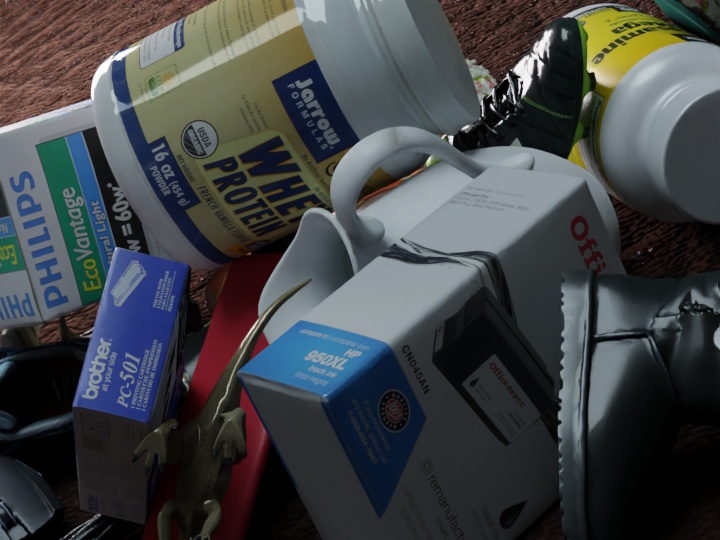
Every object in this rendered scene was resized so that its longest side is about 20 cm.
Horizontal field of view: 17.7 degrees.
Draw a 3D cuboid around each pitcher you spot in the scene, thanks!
[{"bbox_3d":[0.056,-0.022,1.328,0.199,0.172,0.121,-12,52,-30],"label":"pitcher"}]

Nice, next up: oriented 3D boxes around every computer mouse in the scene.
[{"bbox_3d":[-0.206,0.138,1.464,0.140,0.046,0.200,-33,24,-11],"label":"computer mouse"}]

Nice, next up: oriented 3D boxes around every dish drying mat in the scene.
[{"bbox_3d":[-0.074,0.081,1.365,0.077,0.018,0.201,-5,60,42],"label":"dish drying mat"}]

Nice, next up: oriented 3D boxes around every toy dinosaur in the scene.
[{"bbox_3d":[-0.081,0.094,1.242,0.058,0.201,0.101,14,0,7],"label":"toy dinosaur"}]

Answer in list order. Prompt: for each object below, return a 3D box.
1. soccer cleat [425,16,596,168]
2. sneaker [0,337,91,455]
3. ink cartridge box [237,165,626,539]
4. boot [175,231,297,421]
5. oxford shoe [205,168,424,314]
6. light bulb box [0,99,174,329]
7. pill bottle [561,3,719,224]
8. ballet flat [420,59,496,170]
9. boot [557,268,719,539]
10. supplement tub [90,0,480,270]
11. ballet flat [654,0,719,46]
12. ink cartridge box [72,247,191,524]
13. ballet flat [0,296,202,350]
[{"bbox_3d":[0.085,-0.076,1.433,0.081,0.200,0.068,7,45,-17],"label":"soccer cleat"},{"bbox_3d":[-0.235,0.080,1.524,0.199,0.080,0.095,-16,-10,19],"label":"sneaker"},{"bbox_3d":[0.055,0.058,1.225,0.200,0.145,0.084,-39,28,-26],"label":"ink cartridge box"},{"bbox_3d":[-0.078,0.021,1.457,0.153,0.074,0.204,-30,58,1],"label":"boot"},{"bbox_3d":[0.000,0.000,1.530,0.200,0.071,0.073,-29,48,-3],"label":"oxford shoe"},{"bbox_3d":[-0.194,-0.045,1.556,0.200,0.125,0.198,-21,8,-36],"label":"light bulb box"},{"bbox_3d":[0.186,-0.096,1.445,0.112,0.113,0.200,-30,24,-7],"label":"pill bottle"},{"bbox_3d":[0.028,-0.076,1.618,0.200,0.076,0.064,-41,52,-18],"label":"ballet flat"},{"bbox_3d":[0.199,0.072,1.140,0.199,0.066,0.165,-2,71,10],"label":"boot"},{"bbox_3d":[-0.043,-0.102,1.378,0.200,0.145,0.145,-26,23,13],"label":"supplement tub"},{"bbox_3d":[0.229,-0.176,1.491,0.076,0.200,0.064,36,94,24],"label":"ballet flat"},{"bbox_3d":[-0.128,0.069,1.299,0.044,0.200,0.094,13,68,-1],"label":"ink cartridge box"},{"bbox_3d":[-0.206,0.056,1.606,0.200,0.069,0.068,-26,13,3],"label":"ballet flat"}]
